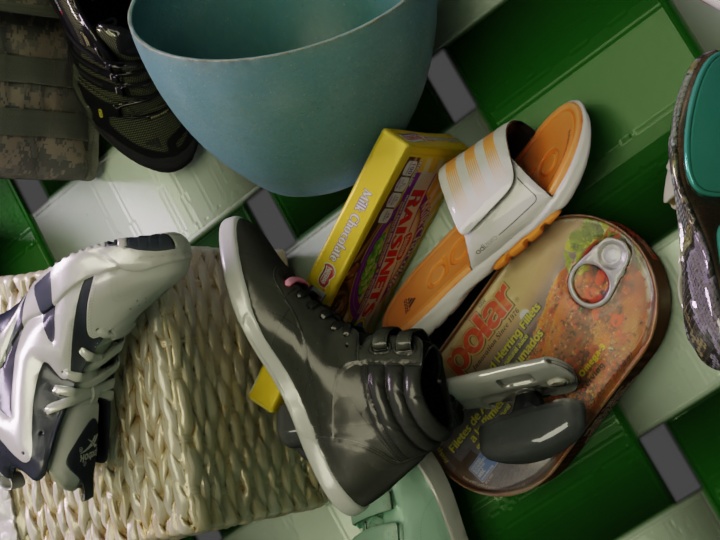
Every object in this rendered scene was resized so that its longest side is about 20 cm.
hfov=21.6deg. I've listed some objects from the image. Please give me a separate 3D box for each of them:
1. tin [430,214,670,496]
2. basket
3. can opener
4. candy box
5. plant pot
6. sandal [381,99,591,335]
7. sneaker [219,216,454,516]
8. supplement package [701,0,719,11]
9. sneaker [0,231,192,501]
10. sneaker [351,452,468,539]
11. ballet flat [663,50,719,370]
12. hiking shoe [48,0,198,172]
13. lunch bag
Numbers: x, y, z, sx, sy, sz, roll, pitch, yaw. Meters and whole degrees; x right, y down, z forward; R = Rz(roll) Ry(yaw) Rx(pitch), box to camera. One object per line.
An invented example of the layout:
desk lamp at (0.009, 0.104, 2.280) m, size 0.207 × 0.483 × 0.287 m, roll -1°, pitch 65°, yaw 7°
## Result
tin at (0.118, 0.054, 1.217) m, size 0.112 × 0.042 × 0.200 m, roll 41°, pitch 109°, yaw 18°
basket at (-0.142, 0.090, 1.268) m, size 0.160 × 0.198 × 0.201 m, roll -11°, pitch 85°, yaw 26°
can opener at (0.044, 0.098, 1.189) m, size 0.199 × 0.053 × 0.067 m, roll -15°, pitch 61°, yaw 20°
candy box at (0.000, 0.000, 1.244) m, size 0.026 × 0.102 × 0.201 m, roll 32°, pitch 106°, yaw 19°
plant pot at (-0.038, -0.129, 1.232) m, size 0.199 × 0.200 × 0.135 m, roll 6°, pitch 128°, yaw 28°
sandal at (0.067, -0.033, 1.213) m, size 0.207 × 0.059 × 0.079 m, roll -48°, pitch 26°, yaw 21°
sneaker at (-0.010, 0.040, 1.161) m, size 0.099 × 0.071 × 0.201 m, roll -30°, pitch 80°, yaw 16°
supplement package at (0.224, -0.216, 1.110) m, size 0.200 × 0.121 × 0.120 m, roll 34°, pitch 105°, yaw 25°
sneaker at (-0.164, 0.067, 1.133) m, size 0.199 × 0.079 × 0.130 m, roll -27°, pitch 81°, yaw 19°
sneaker at (0.006, 0.184, 1.225) m, size 0.201 × 0.118 × 0.074 m, roll 64°, pitch 151°, yaw 12°
ballet flat at (0.213, -0.033, 1.146) m, size 0.072 × 0.072 × 0.201 m, roll -13°, pitch 72°, yaw 28°
hiking shoe at (-0.165, -0.148, 1.297) m, size 0.076 × 0.101 × 0.201 m, roll -31°, pitch 114°, yaw -10°
lunch bag at (-0.269, -0.167, 1.353) m, size 0.117 × 0.164 × 0.201 m, roll 6°, pitch 94°, yaw 34°
